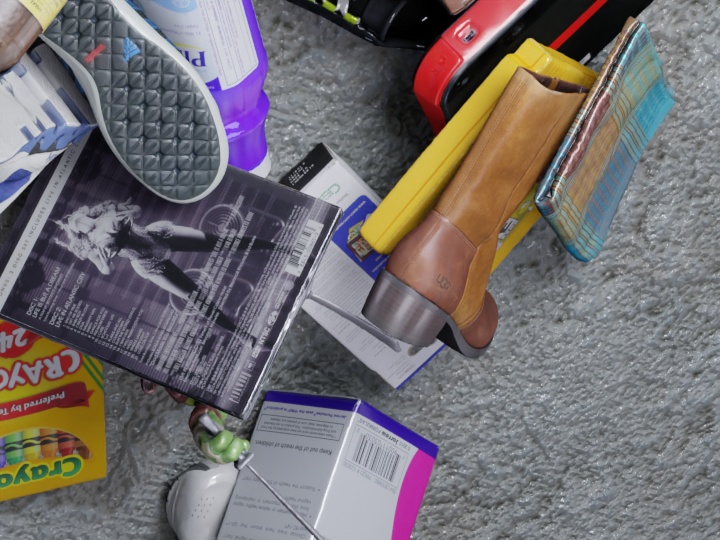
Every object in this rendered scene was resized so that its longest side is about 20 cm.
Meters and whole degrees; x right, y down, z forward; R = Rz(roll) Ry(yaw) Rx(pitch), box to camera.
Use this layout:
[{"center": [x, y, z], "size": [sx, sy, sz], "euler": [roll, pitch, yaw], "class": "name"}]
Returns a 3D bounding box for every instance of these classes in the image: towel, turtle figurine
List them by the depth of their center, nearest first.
[{"center": [-0.079, 0.051, 1.549], "size": [0.144, 0.200, 0.194], "euler": [-50, 144, -3], "class": "turtle figurine"}, {"center": [0.173, -0.086, 1.605], "size": [0.147, 0.022, 0.200], "euler": [-63, 164, -3], "class": "towel"}]

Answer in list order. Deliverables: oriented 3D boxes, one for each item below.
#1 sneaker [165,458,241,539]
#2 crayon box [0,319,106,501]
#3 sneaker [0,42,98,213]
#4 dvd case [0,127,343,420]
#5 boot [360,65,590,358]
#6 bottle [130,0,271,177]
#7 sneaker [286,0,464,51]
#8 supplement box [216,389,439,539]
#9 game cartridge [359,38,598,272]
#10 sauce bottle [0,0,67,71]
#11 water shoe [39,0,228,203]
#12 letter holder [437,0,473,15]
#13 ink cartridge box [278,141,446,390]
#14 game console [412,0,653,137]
[{"center": [-0.098, 0.228, 1.739], "size": [0.074, 0.087, 0.201], "euler": [-15, 126, -14], "class": "sneaker"}, {"center": [-0.243, 0.091, 1.595], "size": [0.126, 0.051, 0.201], "euler": [-13, 127, -19], "class": "crayon box"}, {"center": [-0.247, -0.070, 1.428], "size": [0.115, 0.081, 0.199], "euler": [-46, 165, 33], "class": "sneaker"}, {"center": [-0.129, -0.007, 1.470], "size": [0.150, 0.199, 0.016], "euler": [-65, 163, -14], "class": "dvd case"}, {"center": [0.091, -0.044, 1.560], "size": [0.201, 0.068, 0.188], "euler": [-59, 153, 8], "class": "boot"}, {"center": [-0.102, -0.142, 1.484], "size": [0.065, 0.083, 0.201], "euler": [-45, 139, -32], "class": "bottle"}, {"center": [-0.001, -0.192, 1.500], "size": [0.199, 0.083, 0.072], "euler": [15, 114, -34], "class": "sneaker"}, {"center": [-0.036, 0.201, 1.681], "size": [0.101, 0.103, 0.201], "euler": [34, 68, -42], "class": "supplement box"}, {"center": [0.099, -0.073, 1.605], "size": [0.177, 0.032, 0.200], "euler": [-50, 161, 13], "class": "game cartridge"}, {"center": [-0.205, -0.163, 1.332], "size": [0.201, 0.064, 0.065], "euler": [-55, 132, -14], "class": "sauce bottle"}, {"center": [-0.148, -0.135, 1.435], "size": [0.071, 0.079, 0.201], "euler": [-33, 108, 7], "class": "water shoe"}, {"center": [0.049, -0.273, 1.392], "size": [0.142, 0.200, 0.101], "euler": [-38, 131, 1], "class": "letter holder"}, {"center": [0.000, 0.000, 1.665], "size": [0.095, 0.037, 0.200], "euler": [-43, 128, 5], "class": "ink cartridge box"}, {"center": [0.122, -0.164, 1.563], "size": [0.200, 0.031, 0.177], "euler": [-43, 161, -4], "class": "game console"}]
